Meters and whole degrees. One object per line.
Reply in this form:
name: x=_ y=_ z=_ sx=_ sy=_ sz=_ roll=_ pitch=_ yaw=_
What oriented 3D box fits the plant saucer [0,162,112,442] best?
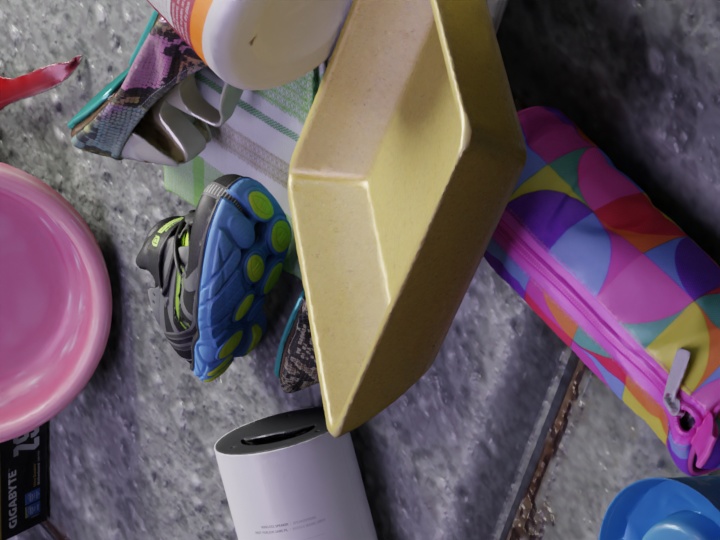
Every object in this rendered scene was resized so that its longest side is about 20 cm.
plant saucer: x=-0.258 y=0.015 z=1.829 sx=0.051 sy=0.200 sz=0.201 roll=-105 pitch=10 yaw=-64

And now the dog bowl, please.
dog bowl: x=0.183 y=0.194 z=1.429 sx=0.111 sy=0.049 sz=0.201 roll=-12 pitch=92 yaw=53

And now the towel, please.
towel: x=-0.062 y=-0.106 z=1.621 sx=0.149 sy=0.031 sz=0.200 roll=35 pitch=137 yaw=39

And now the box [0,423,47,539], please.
box: x=-0.279 y=0.065 z=1.976 sx=0.160 sy=0.049 sz=0.200 roll=33 pitch=132 yaw=36

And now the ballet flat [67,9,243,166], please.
ballet flat: x=-0.105 y=-0.101 z=1.609 sx=0.071 sy=0.069 sz=0.200 roll=43 pitch=145 yaw=-2

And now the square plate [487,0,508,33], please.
square plate: x=0.031 y=-0.237 z=1.420 sx=0.200 sy=0.028 sz=0.198 roll=48 pitch=141 yaw=25

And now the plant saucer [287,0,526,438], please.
plant saucer: x=0.025 y=-0.051 z=1.400 sx=0.200 sy=0.048 sz=0.200 roll=-100 pitch=26 yaw=-47

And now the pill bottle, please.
pill bottle: x=-0.087 y=-0.193 z=1.483 sx=0.200 sy=0.109 sz=0.110 roll=47 pitch=140 yaw=28

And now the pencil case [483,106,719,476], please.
pencil case: x=0.127 y=0.009 z=1.388 sx=0.200 sy=0.088 sz=0.089 roll=47 pitch=140 yaw=27

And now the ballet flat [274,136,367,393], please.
ballet flat: x=0.000 y=0.000 z=1.571 sx=0.075 sy=0.068 sz=0.200 roll=24 pitch=128 yaw=18

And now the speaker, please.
speaker: x=-0.024 y=0.183 z=1.683 sx=0.081 sy=0.081 sz=0.201 roll=1 pitch=110 yaw=52

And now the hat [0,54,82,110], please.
hat: x=-0.269 y=-0.066 z=1.864 sx=0.176 sy=0.166 sz=0.200 roll=18 pitch=174 yaw=8

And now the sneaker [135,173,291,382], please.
sneaker: x=-0.091 y=0.000 z=1.638 sx=0.083 sy=0.071 sz=0.200 roll=43 pitch=158 yaw=10
